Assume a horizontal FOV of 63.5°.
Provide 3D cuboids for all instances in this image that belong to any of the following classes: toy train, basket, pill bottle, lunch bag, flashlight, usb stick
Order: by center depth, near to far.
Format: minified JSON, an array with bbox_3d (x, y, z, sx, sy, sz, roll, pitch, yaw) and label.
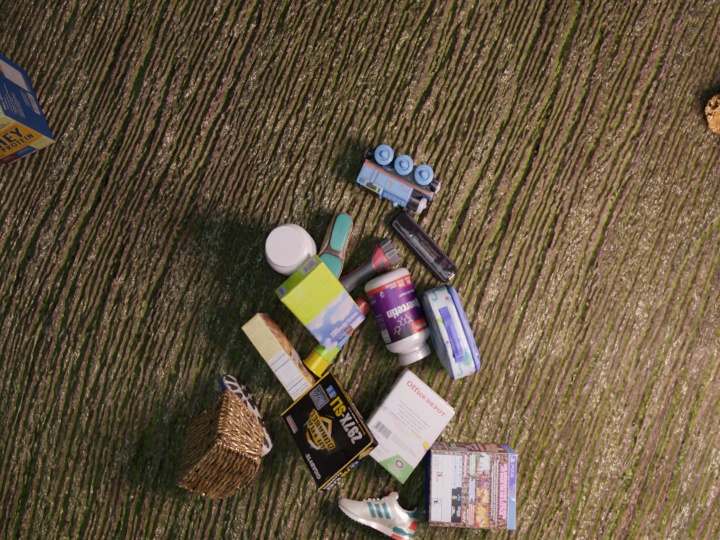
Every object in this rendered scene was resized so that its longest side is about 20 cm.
[{"bbox_3d":[-0.155,-0.044,1.300,0.104,0.200,0.113,0,86,2],"label":"pill bottle"},{"bbox_3d":[0.200,0.135,1.302,0.080,0.161,0.206,-19,86,0],"label":"lunch bag"},{"bbox_3d":[-0.302,0.395,1.309,0.141,0.151,0.200,31,120,-26],"label":"basket"},{"bbox_3d":[0.091,0.105,1.330,0.109,0.112,0.206,-22,87,0],"label":"pill bottle"},{"bbox_3d":[0.087,-0.211,1.363,0.195,0.087,0.117,27,94,5],"label":"toy train"},{"bbox_3d":[0.000,0.000,1.366,0.197,0.068,0.069,-33,78,5],"label":"flashlight"},{"bbox_3d":[0.149,-0.057,1.378,0.055,0.033,0.200,-42,87,-9],"label":"usb stick"}]

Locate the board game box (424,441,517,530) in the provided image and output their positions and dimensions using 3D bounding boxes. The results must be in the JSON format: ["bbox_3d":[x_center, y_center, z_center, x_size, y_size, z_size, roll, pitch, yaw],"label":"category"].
[{"bbox_3d":[0.246,0.481,1.313,0.192,0.097,0.166,3,87,1],"label":"board game box"}]

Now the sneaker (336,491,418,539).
[{"bbox_3d":[0.043,0.547,1.339,0.194,0.071,0.096,23,70,4],"label":"sneaker"}]

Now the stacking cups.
[{"bbox_3d":[-0.052,0.151,1.356,0.060,0.061,0.202,38,89,3],"label":"stacking cups"}]

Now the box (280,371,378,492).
[{"bbox_3d":[-0.072,0.357,1.304,0.158,0.049,0.201,-39,55,1],"label":"box"}]

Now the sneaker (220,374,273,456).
[{"bbox_3d":[-0.280,0.342,1.347,0.082,0.080,0.205,-28,84,11],"label":"sneaker"}]

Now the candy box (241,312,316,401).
[{"bbox_3d":[-0.184,0.193,1.330,0.055,0.115,0.202,-38,87,0],"label":"candy box"}]

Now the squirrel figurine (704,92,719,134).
[{"bbox_3d":[0.888,-0.337,1.341,0.197,0.141,0.191,32,99,17],"label":"squirrel figurine"}]

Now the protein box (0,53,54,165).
[{"bbox_3d":[-0.848,-0.383,1.335,0.132,0.200,0.204,-25,86,0],"label":"protein box"}]

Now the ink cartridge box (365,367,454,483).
[{"bbox_3d":[0.101,0.349,1.330,0.144,0.084,0.202,38,89,3],"label":"ink cartridge box"}]

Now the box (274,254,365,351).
[{"bbox_3d":[-0.084,0.075,1.280,0.121,0.048,0.201,-41,130,-4],"label":"box"}]

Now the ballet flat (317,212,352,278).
[{"bbox_3d":[-0.068,-0.035,1.359,0.069,0.065,0.205,25,76,-9],"label":"ballet flat"}]
